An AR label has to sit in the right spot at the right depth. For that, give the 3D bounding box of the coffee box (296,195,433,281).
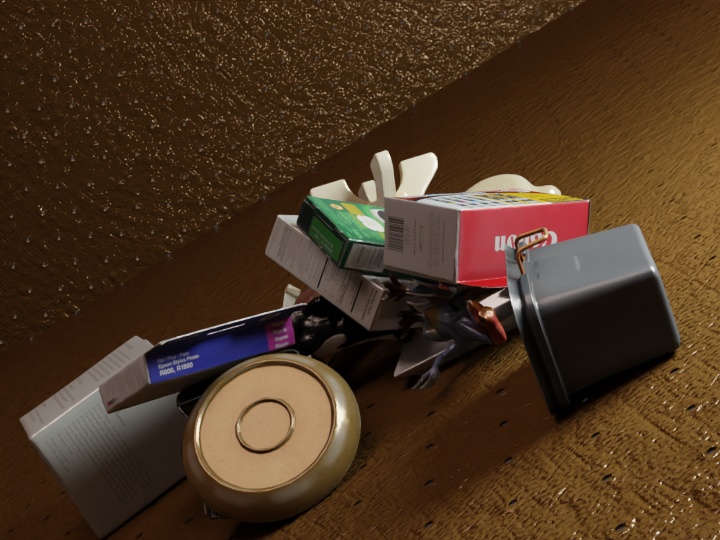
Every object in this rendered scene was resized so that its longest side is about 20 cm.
[{"bbox_3d":[0.035,-0.035,1.585,0.198,0.044,0.123,7,24,-35],"label":"coffee box"}]

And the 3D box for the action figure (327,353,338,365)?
[{"bbox_3d":[-0.081,0.154,1.652,0.117,0.055,0.200,-29,16,4],"label":"action figure"}]

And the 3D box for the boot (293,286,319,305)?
[{"bbox_3d":[-0.035,0.053,1.697,0.186,0.069,0.200,-10,20,29],"label":"boot"}]

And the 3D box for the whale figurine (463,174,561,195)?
[{"bbox_3d":[0.200,-0.041,1.649,0.159,0.104,0.199,-40,38,-20],"label":"whale figurine"}]

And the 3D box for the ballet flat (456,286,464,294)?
[{"bbox_3d":[0.112,0.003,1.737,0.069,0.070,0.200,-28,12,18],"label":"ballet flat"}]

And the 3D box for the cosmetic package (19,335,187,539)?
[{"bbox_3d":[-0.319,0.215,1.734,0.199,0.167,0.167,-36,13,-13],"label":"cosmetic package"}]

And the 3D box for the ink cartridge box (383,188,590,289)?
[{"bbox_3d":[0.155,-0.038,1.447,0.198,0.085,0.175,-6,12,-36],"label":"ink cartridge box"}]

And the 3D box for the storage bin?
[{"bbox_3d":[0.216,0.023,1.234,0.133,0.147,0.200,-19,14,10],"label":"storage bin"}]

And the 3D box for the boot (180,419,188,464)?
[{"bbox_3d":[-0.142,0.183,1.547,0.131,0.070,0.201,-35,29,10],"label":"boot"}]

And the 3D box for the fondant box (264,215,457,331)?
[{"bbox_3d":[0.000,0.000,1.612,0.143,0.199,0.059,-1,-60,-49],"label":"fondant box"}]

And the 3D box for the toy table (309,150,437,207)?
[{"bbox_3d":[0.036,-0.082,1.794,0.198,0.118,0.184,-14,-11,-22],"label":"toy table"}]

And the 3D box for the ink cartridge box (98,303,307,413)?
[{"bbox_3d":[-0.179,0.103,1.510,0.195,0.044,0.200,-15,-8,-34],"label":"ink cartridge box"}]

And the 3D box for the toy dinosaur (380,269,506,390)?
[{"bbox_3d":[0.105,0.041,1.446,0.180,0.106,0.199,8,30,40],"label":"toy dinosaur"}]

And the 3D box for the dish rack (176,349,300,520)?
[{"bbox_3d":[-0.118,0.184,1.444,0.152,0.055,0.201,-21,34,1],"label":"dish rack"}]

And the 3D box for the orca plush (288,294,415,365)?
[{"bbox_3d":[-0.036,0.066,1.586,0.198,0.071,0.106,5,50,20],"label":"orca plush"}]

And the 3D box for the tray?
[{"bbox_3d":[0.132,0.067,1.515,0.199,0.022,0.108,-29,12,19],"label":"tray"}]

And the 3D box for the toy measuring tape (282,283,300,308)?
[{"bbox_3d":[-0.096,0.080,1.854,0.073,0.074,0.201,-26,35,28],"label":"toy measuring tape"}]

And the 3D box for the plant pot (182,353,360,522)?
[{"bbox_3d":[-0.099,0.169,1.388,0.197,0.028,0.202,-7,54,9],"label":"plant pot"}]
